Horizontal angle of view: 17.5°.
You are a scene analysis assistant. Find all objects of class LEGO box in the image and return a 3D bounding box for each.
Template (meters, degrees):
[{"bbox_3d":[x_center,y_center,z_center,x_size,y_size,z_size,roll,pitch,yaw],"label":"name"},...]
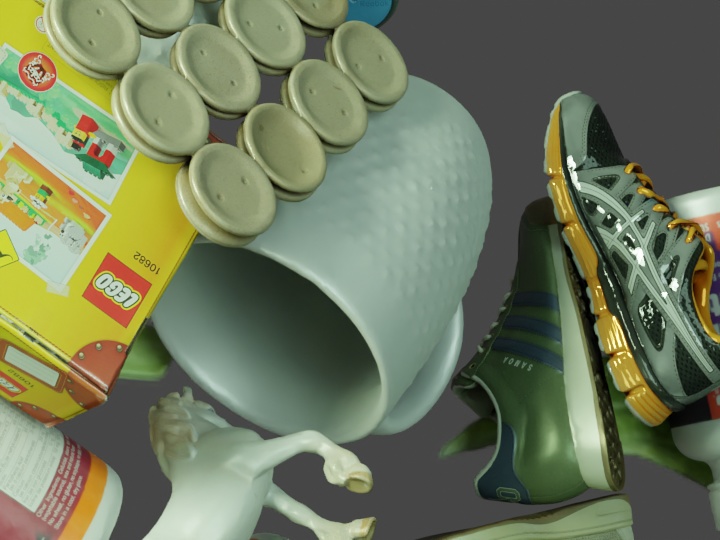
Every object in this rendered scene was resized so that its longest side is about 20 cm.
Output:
[{"bbox_3d":[-0.178,-0.046,1.102,0.200,0.077,0.149,38,60,-17],"label":"LEGO box"}]

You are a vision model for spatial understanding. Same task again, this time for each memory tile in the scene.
[{"bbox_3d":[-0.062,-0.107,1.154,0.153,0.017,0.200,49,39,-5],"label":"memory tile"}]

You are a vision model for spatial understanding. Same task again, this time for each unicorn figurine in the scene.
[{"bbox_3d":[-0.065,0.122,1.172,0.137,0.074,0.200,14,38,18],"label":"unicorn figurine"}]

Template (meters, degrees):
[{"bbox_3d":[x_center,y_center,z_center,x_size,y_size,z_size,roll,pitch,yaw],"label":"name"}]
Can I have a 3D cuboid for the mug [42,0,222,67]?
[{"bbox_3d":[-0.145,-0.159,1.240,0.175,0.148,0.200,47,31,-17],"label":"mug"}]

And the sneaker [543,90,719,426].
[{"bbox_3d":[0.163,-0.014,1.353,0.078,0.077,0.200,10,59,-70],"label":"sneaker"}]

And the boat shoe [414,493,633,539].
[{"bbox_3d":[0.078,0.175,1.324,0.200,0.072,0.065,-8,82,-36],"label":"boat shoe"}]

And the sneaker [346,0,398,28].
[{"bbox_3d":[-0.057,-0.218,1.335,0.200,0.073,0.082,48,18,-15],"label":"sneaker"}]

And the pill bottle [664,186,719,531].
[{"bbox_3d":[0.234,0.052,1.410,0.111,0.111,0.200,-8,83,-30],"label":"pill bottle"}]

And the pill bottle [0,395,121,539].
[{"bbox_3d":[-0.225,0.091,1.140,0.200,0.110,0.110,37,64,-17],"label":"pill bottle"}]

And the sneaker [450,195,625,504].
[{"bbox_3d":[0.092,0.048,1.357,0.067,0.090,0.200,56,22,-52],"label":"sneaker"}]

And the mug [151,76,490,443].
[{"bbox_3d":[0.000,0.000,1.277,0.175,0.148,0.200,-55,133,-36],"label":"mug"}]

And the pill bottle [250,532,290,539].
[{"bbox_3d":[-0.100,0.225,1.190,0.200,0.110,0.110,-29,94,-31],"label":"pill bottle"}]
